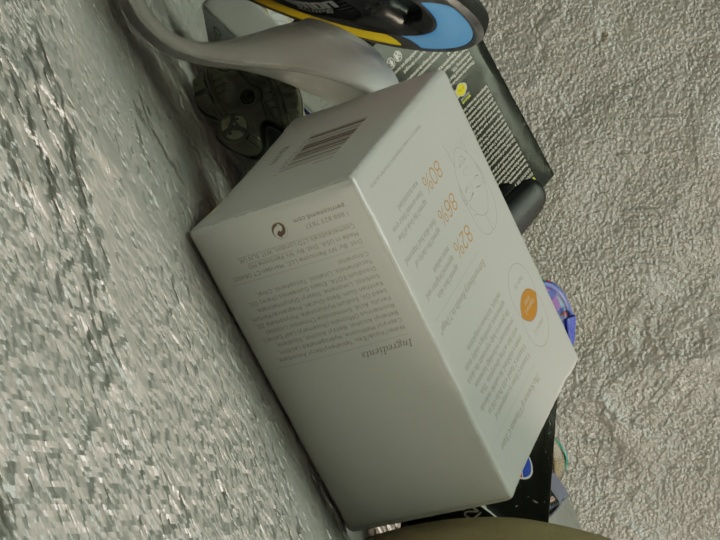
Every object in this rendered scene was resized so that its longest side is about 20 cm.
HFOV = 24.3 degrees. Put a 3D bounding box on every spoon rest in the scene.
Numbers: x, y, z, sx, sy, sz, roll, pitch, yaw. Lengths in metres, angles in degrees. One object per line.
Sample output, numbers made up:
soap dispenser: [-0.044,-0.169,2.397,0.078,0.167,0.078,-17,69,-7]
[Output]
spoon rest: [-0.062,-0.134,0.987,0.200,0.061,0.099,28,-5,-20]

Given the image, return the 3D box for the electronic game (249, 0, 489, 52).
electronic game: [-0.021,-0.172,0.983,0.200,0.200,0.042,39,69,-76]

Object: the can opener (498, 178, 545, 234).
can opener: [0.052,0.003,1.102,0.063,0.200,0.079,13,-44,57]

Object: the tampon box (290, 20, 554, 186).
tampon box: [0.030,-0.115,1.332,0.150,0.126,0.200,2,-49,48]

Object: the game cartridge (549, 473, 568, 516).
game cartridge: [0.071,0.126,1.140,0.130,0.038,0.200,52,21,14]

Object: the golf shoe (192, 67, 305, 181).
golf shoe: [-0.038,-0.047,1.079,0.097,0.078,0.200,65,3,-72]

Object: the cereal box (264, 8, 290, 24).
cereal box: [-0.064,-0.169,1.461,0.200,0.039,0.144,65,7,-3]

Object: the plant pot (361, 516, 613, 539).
plant pot: [0.094,0.213,0.892,0.200,0.134,0.200,63,7,-15]

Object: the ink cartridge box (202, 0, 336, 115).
ink cartridge box: [-0.030,-0.105,1.145,0.200,0.037,0.095,47,-13,14]

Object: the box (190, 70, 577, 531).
box: [0.020,0.016,0.933,0.200,0.106,0.152,64,31,-17]

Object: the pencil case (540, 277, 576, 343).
pencil case: [0.086,0.039,1.303,0.200,0.087,0.078,6,-90,56]

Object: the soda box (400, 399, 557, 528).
soda box: [0.077,0.110,1.053,0.071,0.063,0.200,38,30,-15]

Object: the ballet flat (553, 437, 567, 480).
ballet flat: [0.082,0.119,1.372,0.200,0.067,0.068,32,-53,42]
